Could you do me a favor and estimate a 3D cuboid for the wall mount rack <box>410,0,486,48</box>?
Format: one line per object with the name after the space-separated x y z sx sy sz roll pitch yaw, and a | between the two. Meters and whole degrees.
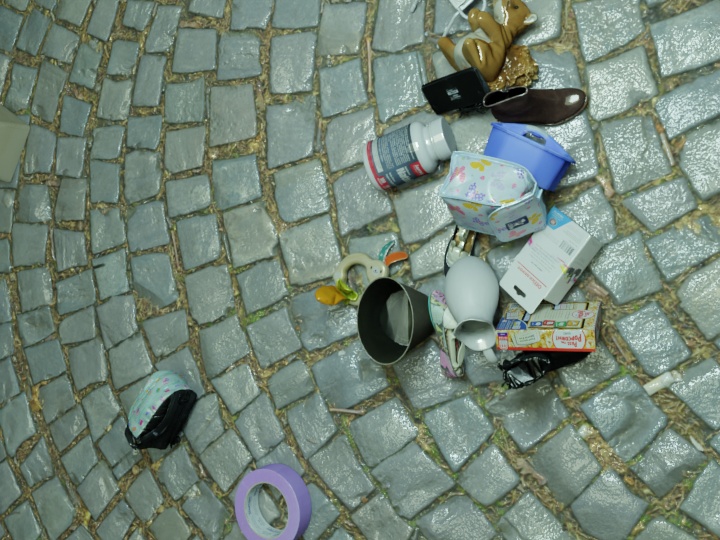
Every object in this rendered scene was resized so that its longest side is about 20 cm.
0.201 -0.622 1.583 0.173 0.074 0.203 -38 74 17 | wall mount rack

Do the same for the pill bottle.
0.113 -0.270 1.591 0.196 0.119 0.123 -19 82 24 | pill bottle

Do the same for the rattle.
0.000 0.000 1.638 0.197 0.142 0.134 -27 60 29 | rattle

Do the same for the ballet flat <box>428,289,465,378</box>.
0.203 0.143 1.554 0.070 0.068 0.206 1 105 49 | ballet flat

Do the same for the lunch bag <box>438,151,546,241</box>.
0.278 -0.143 1.420 0.195 0.170 0.130 15 78 24 | lunch bag

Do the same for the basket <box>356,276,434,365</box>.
0.092 0.109 1.553 0.132 0.199 0.186 -1 88 25 | basket

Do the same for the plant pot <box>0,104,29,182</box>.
-1.208 -0.422 2.200 0.198 0.176 0.204 32 103 21 | plant pot

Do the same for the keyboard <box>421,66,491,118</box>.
0.222 -0.393 1.541 0.105 0.039 0.198 58 157 -19 | keyboard

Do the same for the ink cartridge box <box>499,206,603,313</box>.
0.398 -0.013 1.462 0.202 0.067 0.115 -55 47 15 | ink cartridge box

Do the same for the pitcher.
0.251 0.085 1.496 0.119 0.173 0.203 -21 40 21 | pitcher

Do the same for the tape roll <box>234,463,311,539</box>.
-0.224 0.604 1.776 0.195 0.065 0.207 -1 88 25 | tape roll

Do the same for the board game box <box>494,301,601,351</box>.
0.390 0.113 1.434 0.195 0.151 0.048 -2 109 26 | board game box

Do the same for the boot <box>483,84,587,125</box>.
0.365 -0.349 1.444 0.195 0.165 0.075 -8 86 25 | boot

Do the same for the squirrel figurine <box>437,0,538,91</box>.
0.303 -0.484 1.507 0.186 0.141 0.201 -41 110 -6 | squirrel figurine

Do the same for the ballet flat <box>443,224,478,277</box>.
0.227 -0.065 1.563 0.072 0.073 0.205 21 99 24 | ballet flat

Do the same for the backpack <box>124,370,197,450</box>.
-0.540 0.377 1.885 0.126 0.166 0.203 36 98 26 | backpack

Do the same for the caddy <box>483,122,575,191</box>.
0.354 -0.250 1.465 0.197 0.140 0.107 31 107 22 | caddy

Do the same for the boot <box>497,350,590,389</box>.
0.384 0.181 1.432 0.195 0.162 0.075 -25 81 23 | boot
